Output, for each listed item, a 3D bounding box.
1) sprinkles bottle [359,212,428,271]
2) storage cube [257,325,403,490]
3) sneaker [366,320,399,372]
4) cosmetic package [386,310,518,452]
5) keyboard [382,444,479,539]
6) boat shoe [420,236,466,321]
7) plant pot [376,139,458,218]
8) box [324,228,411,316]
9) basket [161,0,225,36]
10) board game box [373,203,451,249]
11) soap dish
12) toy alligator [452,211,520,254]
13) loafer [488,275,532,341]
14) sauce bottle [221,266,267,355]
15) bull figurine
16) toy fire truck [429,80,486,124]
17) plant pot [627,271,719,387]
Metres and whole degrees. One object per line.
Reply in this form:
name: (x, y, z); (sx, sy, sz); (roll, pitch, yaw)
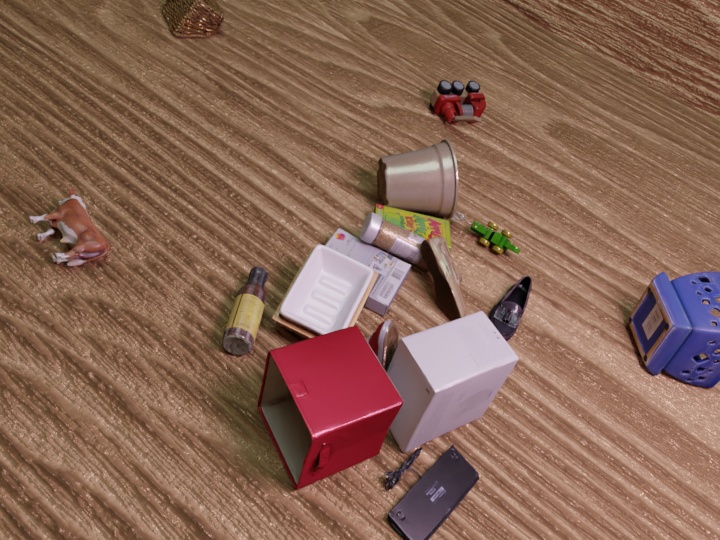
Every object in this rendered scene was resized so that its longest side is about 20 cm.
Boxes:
sprinkles bottle: (0.097, -0.065, 1.464); (0.196, 0.069, 0.069); (25, 41, -14)
storage cube: (-0.059, 0.230, 1.072); (0.176, 0.173, 0.202); (-12, 51, -29)
sneaker: (0.011, 0.146, 1.168); (0.111, 0.202, 0.072); (25, 55, 18)
cosmetic package: (0.152, 0.205, 1.148); (0.196, 0.202, 0.124); (-15, 52, -31)
keyboard: (0.116, 0.379, 1.096); (0.127, 0.021, 0.198); (45, 48, 17)
boat shoe: (0.203, 0.017, 1.407); (0.063, 0.071, 0.205); (-14, 79, -26)
plant pot: (0.140, -0.229, 1.603); (0.178, 0.203, 0.203); (-5, 47, -7)
box: (0.000, 0.000, 1.416); (0.197, 0.042, 0.157); (27, 44, 7)
basket: (-0.549, -0.849, 2.055); (0.141, 0.149, 0.202); (21, 30, -49)
board game box: (0.125, -0.096, 1.549); (0.195, 0.048, 0.103); (12, 44, -7)
soap dish: (-0.071, 0.060, 1.276); (0.154, 0.082, 0.203); (24, 59, 6)
toy alligator: (0.330, -0.097, 1.620); (0.197, 0.060, 0.054); (32, 3, 15)
loafer: (0.351, 0.082, 1.438); (0.071, 0.064, 0.200); (29, 44, 12)
sauce bottle: (-0.225, 0.075, 1.247); (0.063, 0.066, 0.203); (14, 45, -4)
bull figurine: (-0.603, -0.088, 1.281); (0.120, 0.066, 0.199); (-29, 59, -34)
toy fire truck: (0.340, -0.520, 2.003); (0.172, 0.129, 0.204); (-7, 60, -25)
plant pot: (0.749, 0.130, 1.435); (0.175, 0.203, 0.203); (6, 45, -4)
